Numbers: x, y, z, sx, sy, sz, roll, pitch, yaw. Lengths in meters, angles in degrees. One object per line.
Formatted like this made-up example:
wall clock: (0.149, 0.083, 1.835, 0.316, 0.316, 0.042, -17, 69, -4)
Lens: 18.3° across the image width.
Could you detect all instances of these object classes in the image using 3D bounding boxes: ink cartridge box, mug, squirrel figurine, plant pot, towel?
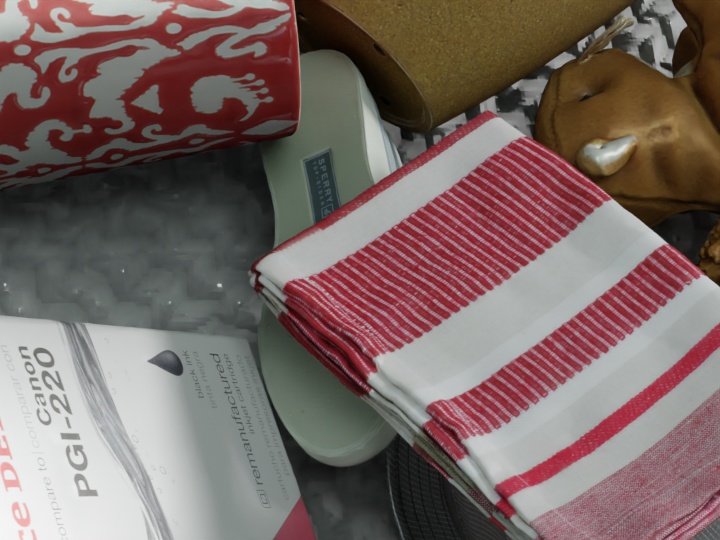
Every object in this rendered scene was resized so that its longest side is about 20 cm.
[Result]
ink cartridge box: (-0.106, 0.098, 0.824, 0.199, 0.085, 0.146, 6, 58, -55)
mug: (-0.133, -0.117, 0.912, 0.198, 0.133, 0.179, -7, 95, -8)
squirrel figurine: (0.178, -0.043, 0.994, 0.185, 0.142, 0.201, -16, 69, -14)
plant pot: (0.058, -0.165, 1.006, 0.186, 0.186, 0.200, 40, 78, 4)
towel: (0.071, 0.024, 0.858, 0.144, 0.023, 0.200, -33, 58, -28)

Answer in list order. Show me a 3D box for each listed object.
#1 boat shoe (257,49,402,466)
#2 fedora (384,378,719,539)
boat shoe: (-0.001, 0.000, 0.948, 0.070, 0.072, 0.202, -19, 53, 18)
fedora: (0.103, 0.093, 0.896, 0.177, 0.090, 0.200, -39, 91, 6)
